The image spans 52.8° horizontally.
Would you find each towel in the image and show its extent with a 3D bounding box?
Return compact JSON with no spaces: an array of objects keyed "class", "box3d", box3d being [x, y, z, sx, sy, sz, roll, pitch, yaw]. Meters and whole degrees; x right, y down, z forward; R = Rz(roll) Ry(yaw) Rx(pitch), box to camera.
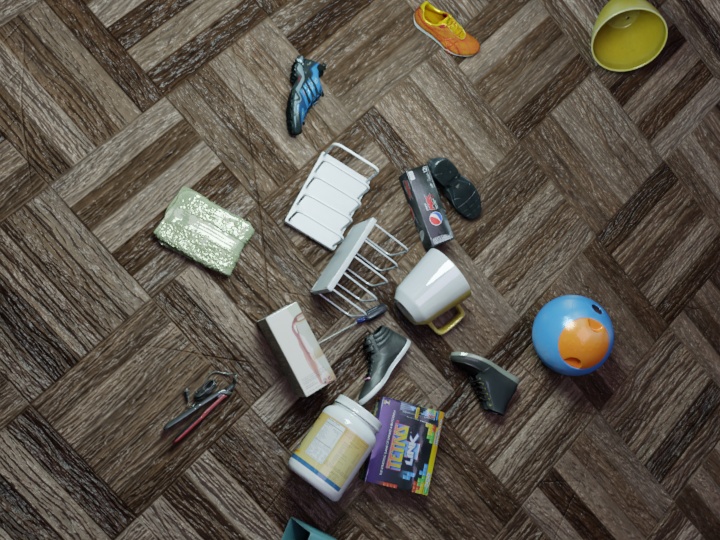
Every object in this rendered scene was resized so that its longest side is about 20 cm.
[{"class":"towel","box3d":[-0.358,-0.088,1.672,0.199,0.036,0.149,30,77,-12]}]

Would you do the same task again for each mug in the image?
[{"class":"mug","box3d":[0.176,0.066,1.765,0.153,0.149,0.187,-40,89,-10]}]

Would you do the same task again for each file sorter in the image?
[{"class":"file sorter","box3d":[-0.065,-0.176,1.719,0.138,0.124,0.201,30,76,-11]},{"class":"file sorter","box3d":[0.000,0.000,1.719,0.124,0.139,0.201,37,74,-13]}]

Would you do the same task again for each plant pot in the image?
[{"class":"plant pot","box3d":[-0.077,0.665,1.616,0.199,0.141,0.142,27,76,-20]},{"class":"plant pot","box3d":[0.734,-0.680,2.016,0.198,0.200,0.143,15,51,-14]}]

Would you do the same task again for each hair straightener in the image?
[{"class":"hair straightener","box3d":[-0.360,0.290,1.621,0.200,0.041,0.077,-40,96,-17]}]

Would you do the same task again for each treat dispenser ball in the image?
[{"class":"treat dispenser ball","box3d":[0.534,0.163,1.828,0.199,0.201,0.203,2,83,-17]}]

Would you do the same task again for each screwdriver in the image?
[{"class":"screwdriver","box3d":[-0.024,0.130,1.753,0.199,0.028,0.029,-23,60,-17]}]

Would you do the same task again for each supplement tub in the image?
[{"class":"supplement tub","box3d":[-0.055,0.400,1.647,0.144,0.145,0.201,39,74,-9]}]

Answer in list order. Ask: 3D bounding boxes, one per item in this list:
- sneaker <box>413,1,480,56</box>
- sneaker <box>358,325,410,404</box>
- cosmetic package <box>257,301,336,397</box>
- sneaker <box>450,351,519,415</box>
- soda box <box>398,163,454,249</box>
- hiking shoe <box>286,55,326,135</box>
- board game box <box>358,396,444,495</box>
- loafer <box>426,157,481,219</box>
[{"class":"sneaker","box3d":[0.230,-0.626,1.898,0.199,0.077,0.074,26,75,-14]},{"class":"sneaker","box3d":[0.029,0.219,1.738,0.099,0.071,0.201,39,68,-7]},{"class":"cosmetic package","box3d":[-0.147,0.182,1.669,0.087,0.103,0.201,-29,94,-20]},{"class":"sneaker","box3d":[0.300,0.281,1.806,0.199,0.075,0.107,27,73,-13]},{"class":"soda box","box3d":[0.165,-0.158,1.821,0.063,0.071,0.202,-19,90,-15]},{"class":"hiking shoe","box3d":[-0.130,-0.423,1.763,0.086,0.074,0.202,9,81,-15]},{"class":"board game box","box3d":[0.100,0.419,1.739,0.164,0.057,0.202,16,79,-16]},{"class":"loafer","box3d":[0.240,-0.215,1.853,0.073,0.072,0.200,-39,117,-1]}]
